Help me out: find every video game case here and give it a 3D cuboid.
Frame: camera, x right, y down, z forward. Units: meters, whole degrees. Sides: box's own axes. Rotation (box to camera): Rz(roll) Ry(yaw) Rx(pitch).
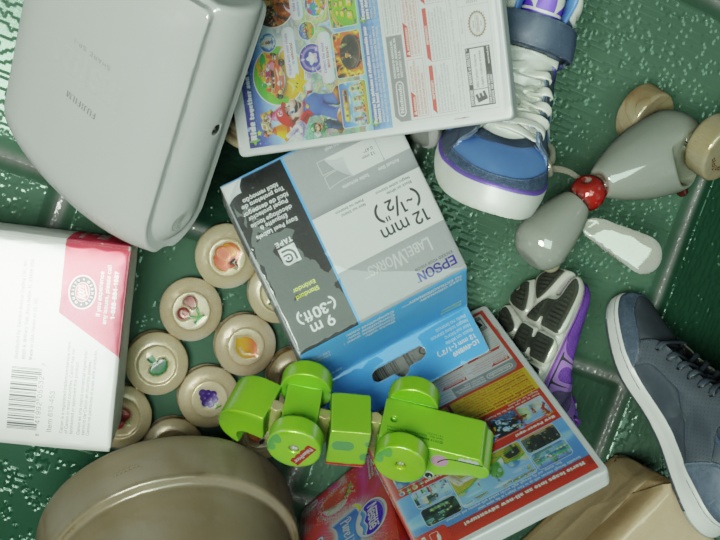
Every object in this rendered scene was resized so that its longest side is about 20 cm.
[{"bbox_3d":[0.000,-0.160,0.707,0.196,0.018,0.146,-5,96,21],"label":"video game case"},{"bbox_3d":[0.074,0.116,0.789,0.141,0.201,0.018,-25,128,-6],"label":"video game case"}]

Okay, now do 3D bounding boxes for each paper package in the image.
[{"bbox_3d":[0.228,0.291,0.893,0.190,0.103,0.201,-41,104,-2],"label":"paper package"}]

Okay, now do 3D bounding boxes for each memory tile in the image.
[{"bbox_3d":[-0.106,0.079,0.835,0.152,0.017,0.202,34,91,-15],"label":"memory tile"}]

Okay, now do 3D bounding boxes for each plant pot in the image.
[{"bbox_3d":[-0.124,0.248,0.742,0.196,0.175,0.203,-10,128,-12],"label":"plant pot"}]

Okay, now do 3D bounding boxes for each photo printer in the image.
[{"bbox_3d":[-0.159,-0.125,0.705,0.166,0.069,0.202,38,125,19],"label":"photo printer"}]

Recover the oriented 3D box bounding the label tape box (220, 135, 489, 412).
[{"bbox_3d":[0.000,0.000,0.793,0.141,0.066,0.203,-26,87,-8],"label":"label tape box"}]

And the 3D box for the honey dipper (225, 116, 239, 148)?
[{"bbox_3d":[-0.048,-0.181,0.750,0.037,0.038,0.203,19,108,-13],"label":"honey dipper"}]

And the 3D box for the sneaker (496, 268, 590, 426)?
[{"bbox_3d":[0.147,0.097,0.871,0.082,0.080,0.204,8,105,-29],"label":"sneaker"}]

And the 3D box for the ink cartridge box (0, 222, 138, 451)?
[{"bbox_3d":[-0.266,0.040,0.755,0.196,0.084,0.148,7,95,-9],"label":"ink cartridge box"}]

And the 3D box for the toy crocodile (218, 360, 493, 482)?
[{"bbox_3d":[-0.003,0.113,0.750,0.196,0.068,0.062,9,133,0],"label":"toy crocodile"}]

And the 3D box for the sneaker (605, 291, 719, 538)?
[{"bbox_3d":[0.285,0.083,0.822,0.076,0.146,0.205,-3,62,-42],"label":"sneaker"}]

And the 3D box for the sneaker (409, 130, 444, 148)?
[{"bbox_3d":[0.024,-0.191,0.802,0.080,0.075,0.204,-9,104,19],"label":"sneaker"}]

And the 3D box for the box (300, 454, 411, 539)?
[{"bbox_3d":[0.019,0.232,0.786,0.095,0.200,0.100,-40,104,8],"label":"box"}]

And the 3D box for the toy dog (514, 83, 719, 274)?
[{"bbox_3d":[0.206,-0.059,0.837,0.197,0.133,0.097,-22,135,1],"label":"toy dog"}]

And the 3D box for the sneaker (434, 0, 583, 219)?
[{"bbox_3d":[0.107,-0.138,0.740,0.079,0.201,0.149,15,117,1],"label":"sneaker"}]
